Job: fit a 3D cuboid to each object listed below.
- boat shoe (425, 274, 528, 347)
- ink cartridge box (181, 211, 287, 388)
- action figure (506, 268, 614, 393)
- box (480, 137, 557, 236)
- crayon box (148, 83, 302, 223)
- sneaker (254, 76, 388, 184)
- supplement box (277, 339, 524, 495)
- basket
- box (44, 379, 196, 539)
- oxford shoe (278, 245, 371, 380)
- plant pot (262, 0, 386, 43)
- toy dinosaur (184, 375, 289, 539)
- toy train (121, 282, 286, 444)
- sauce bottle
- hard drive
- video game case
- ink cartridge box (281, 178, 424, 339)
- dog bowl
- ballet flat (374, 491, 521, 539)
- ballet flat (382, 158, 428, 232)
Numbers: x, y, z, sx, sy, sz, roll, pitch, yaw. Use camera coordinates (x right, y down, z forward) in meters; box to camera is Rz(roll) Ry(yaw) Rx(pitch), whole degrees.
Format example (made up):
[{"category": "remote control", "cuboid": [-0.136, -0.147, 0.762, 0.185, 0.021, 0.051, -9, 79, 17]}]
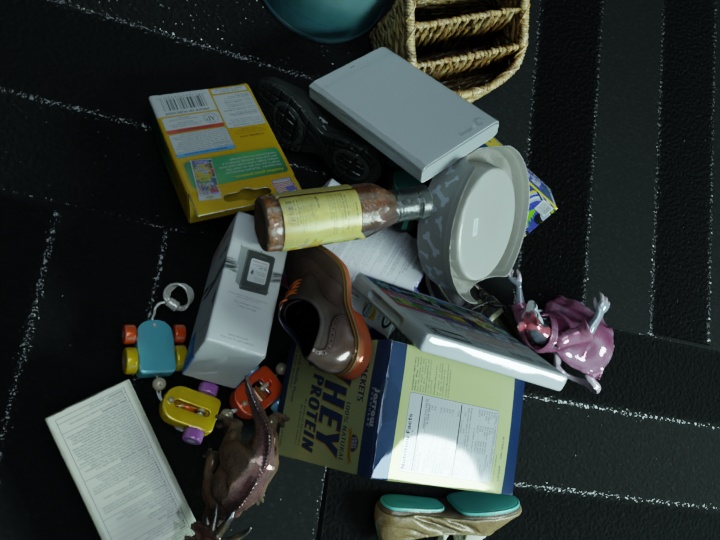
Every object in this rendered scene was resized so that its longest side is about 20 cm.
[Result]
[{"category": "boat shoe", "cuboid": [0.171, 0.062, 0.945, 0.200, 0.065, 0.073, 47, 70, -7]}, {"category": "ink cartridge box", "cuboid": [-0.137, 0.018, 0.783, 0.067, 0.116, 0.200, 19, 57, -18]}, {"category": "action figure", "cuboid": [0.258, 0.084, 0.938, 0.200, 0.134, 0.149, 4, 104, -49]}, {"category": "box", "cuboid": [0.181, -0.141, 0.963, 0.200, 0.064, 0.070, 39, 27, -16]}, {"category": "crayon box", "cuboid": [-0.162, -0.132, 0.813, 0.126, 0.052, 0.200, -14, 56, -22]}, {"category": "sneaker", "cuboid": [-0.048, -0.190, 0.905, 0.200, 0.076, 0.091, 36, 47, -1]}, {"category": "supplement box", "cuboid": [0.040, 0.164, 0.782, 0.200, 0.200, 0.134, 19, 74, -34]}, {"category": "basket", "cuboid": [0.137, -0.311, 0.953, 0.200, 0.149, 0.143, -16, 87, -24]}, {"category": "box", "cuboid": [-0.253, 0.228, 0.746, 0.095, 0.078, 0.200, -24, 90, -24]}, {"category": "oxford shoe", "cuboid": [-0.052, 0.027, 0.731, 0.072, 0.200, 0.071, 19, 116, -36]}, {"category": "plant pot", "cuboid": [-0.024, -0.430, 0.890, 0.200, 0.188, 0.200, 3, 80, -20]}, {"category": "toy dinosaur", "cuboid": [-0.121, 0.217, 0.700, 0.086, 0.136, 0.200, 20, 103, -12]}, {"category": "toy train", "cuboid": [-0.187, 0.119, 0.809, 0.200, 0.056, 0.150, 46, 51, -2]}, {"category": "sauce bottle", "cuboid": [-0.015, -0.063, 0.762, 0.200, 0.066, 0.066, -8, 84, -20]}, {"category": "hard drive", "cuboid": [0.051, -0.198, 0.846, 0.132, 0.026, 0.200, -35, 60, -26]}, {"category": "video game case", "cuboid": [0.109, 0.068, 0.789, 0.200, 0.182, 0.023, 18, 101, -28]}, {"category": "ink cartridge box", "cuboid": [0.000, 0.000, 0.885, 0.200, 0.076, 0.137, 34, 71, -11]}, {"category": "dog bowl", "cuboid": [0.143, -0.061, 0.871, 0.200, 0.059, 0.200, -24, 121, -47]}, {"category": "ballet flat", "cuboid": [0.110, 0.325, 0.883, 0.200, 0.068, 0.072, 4, 100, -20]}, {"category": "ballet flat", "cuboid": [0.058, -0.113, 0.911, 0.068, 0.068, 0.200, 11, 32, 3]}]
